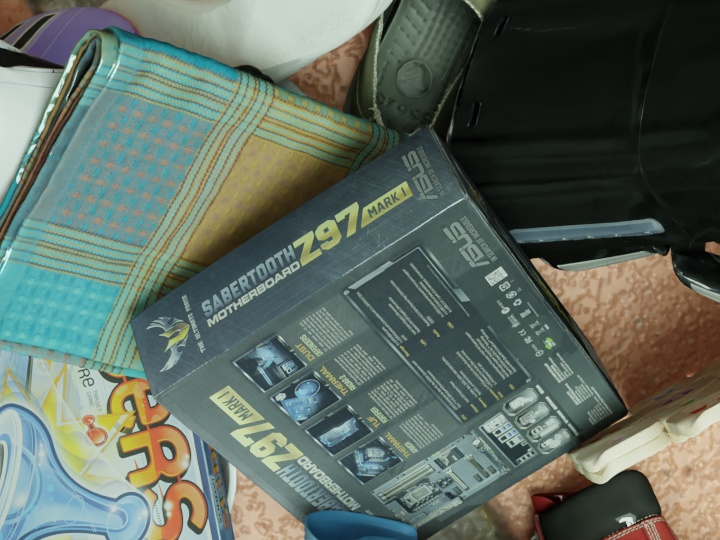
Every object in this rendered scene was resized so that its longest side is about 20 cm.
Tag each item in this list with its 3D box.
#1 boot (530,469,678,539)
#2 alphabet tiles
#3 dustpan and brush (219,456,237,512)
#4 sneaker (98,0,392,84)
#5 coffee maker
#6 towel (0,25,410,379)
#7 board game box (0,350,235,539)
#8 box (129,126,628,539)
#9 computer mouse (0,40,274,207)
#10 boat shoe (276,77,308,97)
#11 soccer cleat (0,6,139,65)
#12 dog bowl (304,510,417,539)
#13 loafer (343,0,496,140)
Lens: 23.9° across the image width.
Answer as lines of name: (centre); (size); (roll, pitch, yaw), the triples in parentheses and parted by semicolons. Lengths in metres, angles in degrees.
boot: (0.107, 0.200, 0.885); (0.200, 0.072, 0.145); (-52, 54, 30)
alphabet tiles: (0.190, 0.047, 0.800); (0.198, 0.196, 0.015); (-27, 86, 0)
dustpan and brush: (-0.091, 0.088, 0.854); (0.198, 0.057, 0.141); (-27, 98, 0)
sneaker: (-0.049, -0.118, 0.810); (0.199, 0.088, 0.076); (-15, 103, 38)
coffee maker: (0.144, -0.081, 0.756); (0.198, 0.135, 0.193); (-1, 127, 39)
towel: (-0.065, -0.015, 0.738); (0.199, 0.022, 0.148); (16, 110, -43)
board game box: (-0.140, 0.069, 0.823); (0.134, 0.034, 0.202); (-12, 88, 7)
box: (0.015, 0.045, 0.768); (0.157, 0.051, 0.200); (-33, 137, 9)
computer mouse: (-0.122, -0.048, 0.715); (0.198, 0.044, 0.111); (10, 114, -37)
boat shoe: (0.000, 0.000, 0.842); (0.067, 0.074, 0.201); (-37, 99, -1)
soccer cleat: (-0.195, -0.068, 0.801); (0.198, 0.076, 0.067); (-17, 100, 15)
dog bowl: (0.061, 0.162, 0.757); (0.198, 0.111, 0.050); (19, 95, -12)
loafer: (0.050, -0.143, 0.830); (0.074, 0.070, 0.202); (17, 96, -6)
